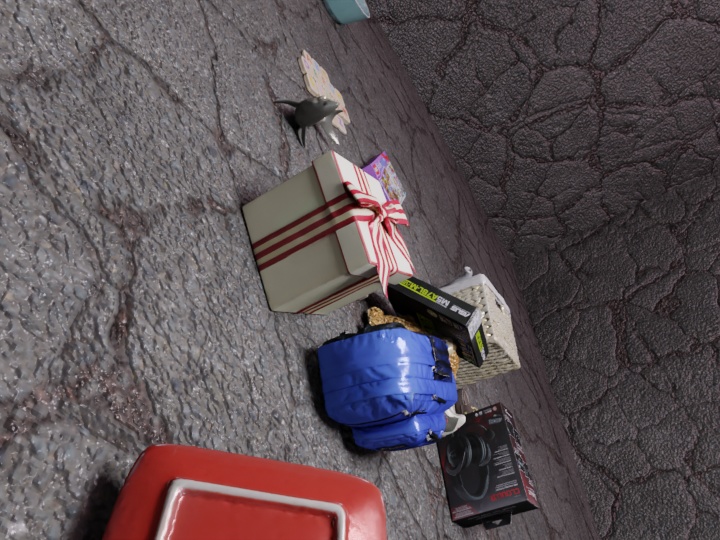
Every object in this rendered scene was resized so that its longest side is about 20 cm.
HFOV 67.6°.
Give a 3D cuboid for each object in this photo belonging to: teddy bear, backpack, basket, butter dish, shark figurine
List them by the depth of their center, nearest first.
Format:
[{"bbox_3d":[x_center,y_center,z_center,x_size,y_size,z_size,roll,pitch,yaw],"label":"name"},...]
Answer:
[{"bbox_3d":[-0.089,0.253,0.380,0.197,0.149,0.201,13,39,-10],"label":"butter dish"},{"bbox_3d":[0.043,0.163,0.758,0.200,0.160,0.170,34,40,-56],"label":"backpack"},{"bbox_3d":[0.096,0.123,0.962,0.198,0.067,0.145,31,8,6],"label":"teddy bear"},{"bbox_3d":[-0.099,-0.288,1.072,0.215,0.126,0.091,-79,168,-84],"label":"shark figurine"},{"bbox_3d":[0.232,0.143,1.192,0.198,0.198,0.163,42,32,-47],"label":"basket"}]

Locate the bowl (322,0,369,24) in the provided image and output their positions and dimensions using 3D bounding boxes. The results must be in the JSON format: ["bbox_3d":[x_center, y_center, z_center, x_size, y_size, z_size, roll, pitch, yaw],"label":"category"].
[{"bbox_3d":[-0.061,-0.896,1.763,0.201,0.104,0.203,49,26,-35],"label":"bowl"}]

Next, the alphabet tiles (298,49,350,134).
[{"bbox_3d":[-0.086,-0.438,1.321,0.199,0.014,0.198,22,47,-61],"label":"alphabet tiles"}]

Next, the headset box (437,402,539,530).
[{"bbox_3d":[0.234,0.374,1.009,0.077,0.147,0.202,42,31,-43],"label":"headset box"}]

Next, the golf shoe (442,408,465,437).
[{"bbox_3d":[0.132,0.214,1.027,0.077,0.087,0.203,13,54,-62],"label":"golf shoe"}]

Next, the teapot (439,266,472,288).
[{"bbox_3d":[0.305,0.113,1.480,0.199,0.144,0.200,19,50,-64],"label":"teapot"}]

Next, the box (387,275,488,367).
[{"bbox_3d":[0.141,0.089,1.012,0.048,0.191,0.201,-55,149,-17],"label":"box"}]

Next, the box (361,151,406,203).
[{"bbox_3d":[0.063,-0.229,1.417,0.138,0.039,0.200,61,21,-13],"label":"box"}]

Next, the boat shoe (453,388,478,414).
[{"bbox_3d":[0.241,0.341,1.188,0.072,0.059,0.201,52,24,-28],"label":"boat shoe"}]

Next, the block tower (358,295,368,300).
[{"bbox_3d":[0.000,0.000,0.987,0.055,0.057,0.200,61,19,-10],"label":"block tower"}]

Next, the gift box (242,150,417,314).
[{"bbox_3d":[-0.027,-0.033,0.769,0.184,0.185,0.203,3,62,-66],"label":"gift box"}]
